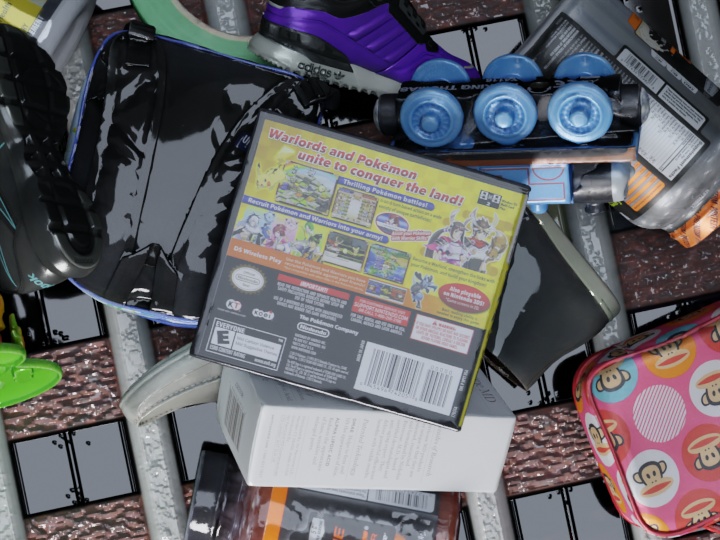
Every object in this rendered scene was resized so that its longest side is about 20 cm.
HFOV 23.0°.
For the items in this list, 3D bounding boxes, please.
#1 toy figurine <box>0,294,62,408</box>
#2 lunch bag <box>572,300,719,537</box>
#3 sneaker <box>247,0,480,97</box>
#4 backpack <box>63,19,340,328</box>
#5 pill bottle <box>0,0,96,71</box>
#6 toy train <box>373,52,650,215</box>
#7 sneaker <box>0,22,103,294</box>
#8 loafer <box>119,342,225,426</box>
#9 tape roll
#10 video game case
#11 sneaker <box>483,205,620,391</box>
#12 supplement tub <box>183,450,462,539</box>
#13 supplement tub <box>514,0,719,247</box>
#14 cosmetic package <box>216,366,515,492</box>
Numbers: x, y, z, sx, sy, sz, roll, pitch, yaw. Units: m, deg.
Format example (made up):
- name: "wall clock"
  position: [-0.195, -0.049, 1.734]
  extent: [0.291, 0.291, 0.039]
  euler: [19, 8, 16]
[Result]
- name: "toy figurine"
  position: [-0.308, 0.000, 1.297]
  extent: [0.150, 0.200, 0.184]
  euler: [-10, 76, -16]
- name: "lunch bag"
  position: [0.281, 0.120, 1.379]
  extent: [0.200, 0.082, 0.176]
  euler: [-22, 91, -5]
- name: "sneaker"
  position: [0.019, -0.184, 1.331]
  extent: [0.200, 0.070, 0.100]
  euler: [10, 106, -34]
- name: "backpack"
  position: [-0.130, -0.059, 1.317]
  extent: [0.183, 0.147, 0.200]
  euler: [17, 84, -2]
- name: "pill bottle"
  position: [-0.308, -0.216, 1.326]
  extent: [0.200, 0.112, 0.112]
  euler: [30, 86, -3]
- name: "toy train"
  position: [0.110, -0.093, 1.285]
  extent: [0.200, 0.087, 0.114]
  euler: [-1, 118, 11]
- name: "sneaker"
  position: [-0.244, -0.078, 1.237]
  extent: [0.079, 0.075, 0.200]
  euler: [-27, 69, 30]
- name: "loafer"
  position: [-0.087, 0.074, 1.357]
  extent: [0.200, 0.070, 0.070]
  euler: [-26, 82, -5]
- name: "tape roll"
  position: [-0.086, -0.248, 1.377]
  extent: [0.200, 0.048, 0.201]
  euler: [0, 88, -5]
- name: "video game case"
  position: [0.000, 0.000, 1.245]
  extent: [0.200, 0.026, 0.181]
  euler: [16, 92, -3]
- name: "sneaker"
  position: [0.101, -0.007, 1.370]
  extent: [0.106, 0.075, 0.200]
  euler: [-43, 93, -7]
- name: "supplement tub"
  position: [-0.030, 0.189, 1.341]
  extent: [0.200, 0.107, 0.107]
  euler: [11, 87, -4]
- name: "supplement tub"
  position: [0.208, -0.117, 1.360]
  extent: [0.200, 0.123, 0.123]
  euler: [41, 86, -3]
- name: "cosmetic package"
  position: [0.003, 0.109, 1.315]
  extent: [0.200, 0.102, 0.074]
  euler: [2, 115, -21]
